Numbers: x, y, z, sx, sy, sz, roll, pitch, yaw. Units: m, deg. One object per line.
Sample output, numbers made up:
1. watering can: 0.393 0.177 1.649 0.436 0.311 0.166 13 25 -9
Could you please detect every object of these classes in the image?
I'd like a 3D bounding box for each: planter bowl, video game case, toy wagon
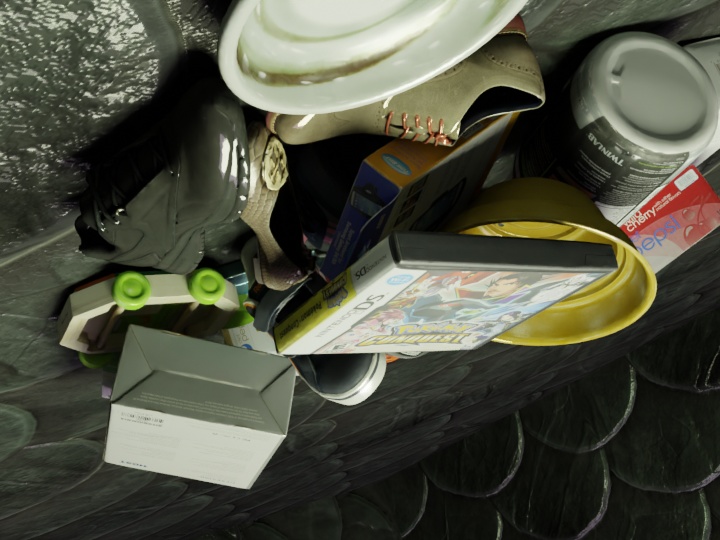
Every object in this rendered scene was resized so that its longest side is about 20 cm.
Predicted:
1. planter bowl: 0.143 -0.019 0.838 0.199 0.084 0.201 7 149 4
2. video game case: 0.061 0.022 0.757 0.199 0.026 0.181 2 156 -33
3. toy wagon: -0.175 0.041 0.934 0.199 0.040 0.155 -4 157 -30

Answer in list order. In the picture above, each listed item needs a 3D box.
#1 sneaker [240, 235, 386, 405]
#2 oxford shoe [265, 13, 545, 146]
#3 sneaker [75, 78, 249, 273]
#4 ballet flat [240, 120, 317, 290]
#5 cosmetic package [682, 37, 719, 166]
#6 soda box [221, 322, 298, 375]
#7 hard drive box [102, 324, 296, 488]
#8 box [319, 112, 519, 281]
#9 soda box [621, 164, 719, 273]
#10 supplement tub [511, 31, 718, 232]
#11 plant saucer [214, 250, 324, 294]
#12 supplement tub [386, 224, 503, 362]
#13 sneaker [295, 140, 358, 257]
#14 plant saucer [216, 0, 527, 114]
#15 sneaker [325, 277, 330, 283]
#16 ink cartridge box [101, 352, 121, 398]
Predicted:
1. sneaker: -0.052 0.039 0.875 0.078 0.200 0.079 -48 130 5
2. oxford shoe: 0.035 -0.118 0.690 0.199 0.075 0.070 -20 163 -9
3. sneaker: -0.133 -0.054 0.662 0.090 0.076 0.200 -1 151 -29
4. ballet flat: -0.061 -0.042 0.764 0.046 0.068 0.200 16 151 11
5. cosmetic package: 0.302 -0.140 0.979 0.101 0.074 0.200 -15 164 -27
6. soda box: -0.080 0.080 1.170 0.063 0.068 0.200 -28 163 20
7. hard drive box: -0.158 0.136 0.953 0.155 0.077 0.200 13 152 -11
8. box: 0.042 -0.062 0.772 0.200 0.041 0.119 -35 158 -42
9. soda box: 0.255 -0.016 0.978 0.200 0.064 0.070 -37 176 3
10. supplement tub: 0.210 -0.104 0.879 0.122 0.123 0.200 -16 163 -21
11. plant saucer: -0.073 -0.006 1.001 0.199 0.019 0.070 -19 162 -16
12. supplement tub: 0.071 0.016 1.073 0.122 0.123 0.200 -7 158 -42
13. sneaker: -0.029 -0.047 0.840 0.082 0.070 0.200 -27 161 8
14. plant saucer: 0.009 -0.162 0.563 0.199 0.050 0.200 -21 164 -6
15. sneaker: 0.000 0.000 0.989 0.078 0.116 0.200 30 98 -40
16. ink cartridge box: -0.205 0.130 1.091 0.145 0.048 0.200 13 152 -9
